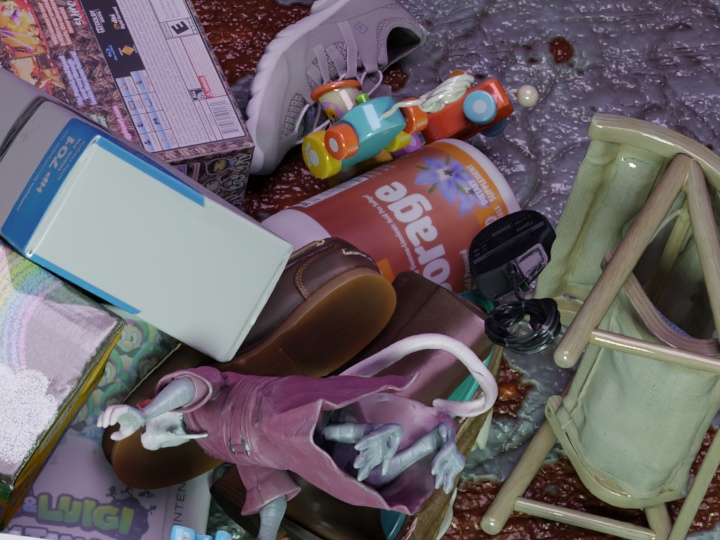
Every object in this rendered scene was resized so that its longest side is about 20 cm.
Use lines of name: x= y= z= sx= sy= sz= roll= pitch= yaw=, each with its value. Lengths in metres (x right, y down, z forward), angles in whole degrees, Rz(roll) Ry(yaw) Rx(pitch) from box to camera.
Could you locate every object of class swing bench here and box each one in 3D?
swing bench: x=0.170 y=0.046 z=1.723 sx=0.130 sy=0.199 sz=0.200 roll=14 pitch=51 yaw=-1

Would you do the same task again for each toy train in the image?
toy train: x=0.031 y=-0.107 z=1.829 sx=0.150 sy=0.200 sz=0.056 roll=-30 pitch=80 yaw=9

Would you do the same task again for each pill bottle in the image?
pill bottle: x=0.000 y=0.000 z=1.779 sx=0.200 sy=0.112 sz=0.112 roll=-26 pitch=62 yaw=-28

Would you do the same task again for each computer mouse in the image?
computer mouse: x=0.099 y=0.013 z=1.664 sx=0.059 sy=0.034 sz=0.200 roll=-29 pitch=19 yaw=9

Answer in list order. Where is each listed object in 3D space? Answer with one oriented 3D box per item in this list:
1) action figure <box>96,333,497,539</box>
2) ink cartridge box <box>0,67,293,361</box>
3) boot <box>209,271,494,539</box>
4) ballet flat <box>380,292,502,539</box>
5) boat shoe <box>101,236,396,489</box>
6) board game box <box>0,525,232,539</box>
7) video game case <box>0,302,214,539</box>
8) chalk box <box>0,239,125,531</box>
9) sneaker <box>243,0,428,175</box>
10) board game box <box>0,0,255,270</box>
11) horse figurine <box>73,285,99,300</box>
action figure: x=-0.049 y=0.078 z=1.551 sx=0.200 sy=0.134 sz=0.149 roll=6 pitch=52 yaw=40
ink cartridge box: x=-0.151 y=-0.036 z=1.638 sx=0.146 sy=0.086 sz=0.200 roll=30 pitch=3 yaw=-29
boot: x=0.030 y=0.095 z=1.636 sx=0.200 sy=0.064 sz=0.186 roll=-45 pitch=46 yaw=-16
ballet flat: x=0.046 y=0.110 z=1.716 sx=0.068 sy=0.072 sz=0.200 roll=4 pitch=56 yaw=29
boat shoe: x=-0.072 y=0.054 z=1.664 sx=0.200 sy=0.070 sz=0.070 roll=-34 pitch=40 yaw=-9
board game box: x=-0.175 y=0.170 z=1.548 sx=0.200 sy=0.200 sz=0.026 roll=8 pitch=68 yaw=-6
video game case: x=-0.185 y=0.104 z=1.664 sx=0.200 sy=0.024 sz=0.182 roll=11 pitch=71 yaw=-11
chalk box: x=-0.255 y=0.038 z=1.589 sx=0.200 sy=0.124 sz=0.124 roll=33 pitch=71 yaw=1
sneaker: x=-0.019 y=-0.132 z=1.901 sx=0.082 sy=0.075 sz=0.200 roll=26 pitch=51 yaw=11
board game box: x=-0.192 y=-0.094 z=1.819 sx=0.200 sy=0.097 sz=0.159 roll=-11 pitch=55 yaw=-20
horse figurine: x=-0.182 y=0.068 z=1.725 sx=0.133 sy=0.050 sz=0.200 roll=28 pitch=57 yaw=7
